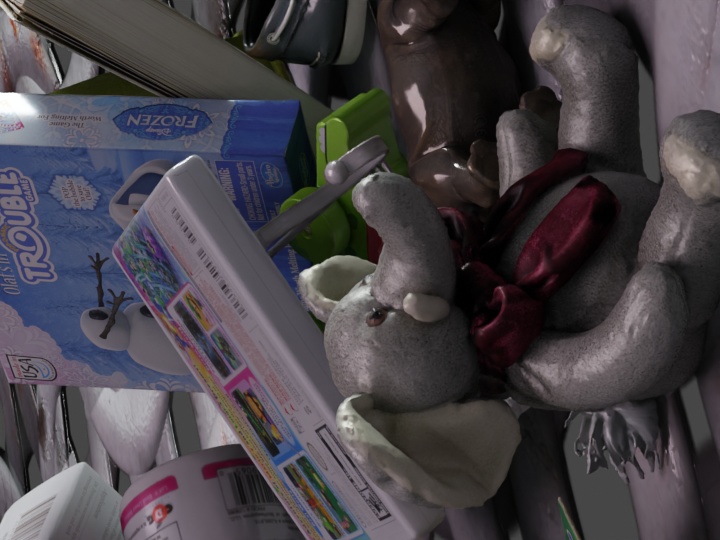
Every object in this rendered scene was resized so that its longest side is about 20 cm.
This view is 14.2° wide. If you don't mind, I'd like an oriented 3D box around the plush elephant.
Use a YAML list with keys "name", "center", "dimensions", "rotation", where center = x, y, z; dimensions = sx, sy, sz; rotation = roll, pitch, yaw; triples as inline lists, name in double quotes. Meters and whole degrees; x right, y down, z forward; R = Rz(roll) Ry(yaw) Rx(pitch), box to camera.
- name: "plush elephant"
  center: [0.051, 0.007, 1.152]
  dimensions: [0.165, 0.154, 0.200]
  rotation: [-122, 29, -53]

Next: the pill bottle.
- name: "pill bottle"
  center: [-0.068, 0.214, 1.714]
  dimensions: [0.113, 0.113, 0.200]
  rotation: [111, 147, -58]

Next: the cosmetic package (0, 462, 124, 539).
- name: "cosmetic package"
  center: [-0.139, 0.224, 1.787]
  dimensions: [0.200, 0.074, 0.102]
  rotation: [48, -149, -18]

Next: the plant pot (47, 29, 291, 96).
- name: "plant pot"
  center: [-0.144, -0.032, 1.712]
  dimensions: [0.200, 0.192, 0.201]
  rotation: [172, 90, -74]

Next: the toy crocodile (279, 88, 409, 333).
- name: "toy crocodile"
  center: [0.000, 0.000, 1.478]
  dimensions: [0.062, 0.067, 0.200]
  rotation: [25, 129, 30]

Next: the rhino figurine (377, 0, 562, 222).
- name: "rhino figurine"
  center: [0.038, -0.111, 1.309]
  dimensions: [0.087, 0.060, 0.201]
  rotation: [122, 139, -62]

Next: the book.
- name: "book"
  center: [-0.099, -0.116, 1.546]
  dimensions: [0.048, 0.200, 0.134]
  rotation: [-61, 20, 3]

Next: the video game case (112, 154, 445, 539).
- name: "video game case"
  center: [-0.044, 0.049, 1.378]
  dimensions: [0.200, 0.024, 0.182]
  rotation: [55, 164, 1]

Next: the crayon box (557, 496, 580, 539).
- name: "crayon box"
  center: [0.093, 0.206, 1.205]
  dimensions: [0.200, 0.051, 0.126]
  rotation: [77, 172, -47]

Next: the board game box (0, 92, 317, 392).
- name: "board game box"
  center: [-0.114, -0.011, 1.546]
  dimensions: [0.200, 0.198, 0.043]
  rotation: [77, -159, -48]

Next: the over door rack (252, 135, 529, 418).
- name: "over door rack"
  center: [-0.003, 0.041, 1.380]
  dimensions: [0.148, 0.067, 0.200]
  rotation: [55, 149, 5]

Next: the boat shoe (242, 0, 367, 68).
- name: "boat shoe"
  center: [-0.030, -0.197, 1.482]
  dimensions: [0.073, 0.062, 0.201]
  rotation: [-121, 29, -59]
